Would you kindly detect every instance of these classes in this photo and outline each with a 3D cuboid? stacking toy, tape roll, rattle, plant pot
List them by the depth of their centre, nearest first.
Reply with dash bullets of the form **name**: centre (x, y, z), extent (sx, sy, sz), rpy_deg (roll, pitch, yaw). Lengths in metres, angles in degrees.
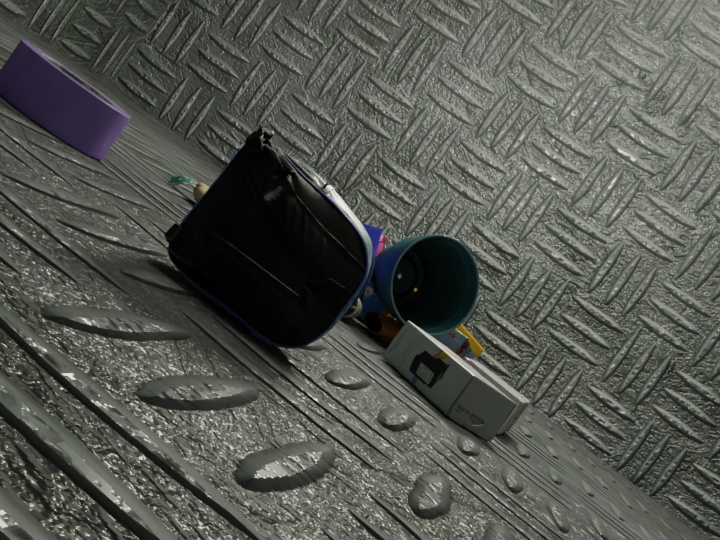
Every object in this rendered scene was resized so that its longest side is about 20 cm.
- **tape roll**: centre (-0.467, -0.267, 1.420), extent (0.199, 0.085, 0.200), rpy_deg (37, 2, -2)
- **rattle**: centre (-0.282, -0.177, 1.827), extent (0.130, 0.144, 0.200), rpy_deg (3, 35, -51)
- **plant pot**: centre (0.115, 0.021, 1.869), extent (0.199, 0.201, 0.188), rpy_deg (35, -8, -21)
- **stacking toy**: centre (0.044, 0.088, 2.060), extent (0.116, 0.110, 0.200), rpy_deg (37, -9, 29)

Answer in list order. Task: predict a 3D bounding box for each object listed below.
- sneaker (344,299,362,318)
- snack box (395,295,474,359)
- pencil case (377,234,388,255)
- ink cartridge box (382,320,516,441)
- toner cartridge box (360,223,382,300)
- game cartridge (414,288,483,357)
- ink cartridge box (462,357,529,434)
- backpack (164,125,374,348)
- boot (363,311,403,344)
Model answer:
- **sneaker**: centre (-0.073, 0.027, 1.781), extent (0.200, 0.075, 0.076), rpy_deg (49, -1, 26)
- **snack box**: centre (0.172, 0.165, 2.018), extent (0.168, 0.068, 0.200), rpy_deg (38, -14, 28)
- **pencil case**: centre (-0.034, -0.086, 2.102), extent (0.199, 0.094, 0.091), rpy_deg (34, 1, 22)
- **ink cartridge box**: centre (0.154, 0.191, 1.571), extent (0.145, 0.083, 0.200), rpy_deg (35, 2, -42)
- **toner cartridge box**: centre (0.000, 0.000, 1.824), extent (0.043, 0.096, 0.201), rpy_deg (18, -31, 2)
- **game cartridge**: centre (0.177, 0.115, 2.073), extent (0.200, 0.032, 0.176), rpy_deg (50, -16, -13)
- **ink cartridge box**: centre (0.259, 0.255, 1.840), extent (0.146, 0.085, 0.200), rpy_deg (38, 3, 17)
- **backpack**: centre (-0.086, -0.023, 1.012), extent (0.200, 0.183, 0.147), rpy_deg (41, 4, 4)
- **boot**: centre (0.095, 0.150, 1.848), extent (0.143, 0.071, 0.201), rpy_deg (28, 2, -36)
